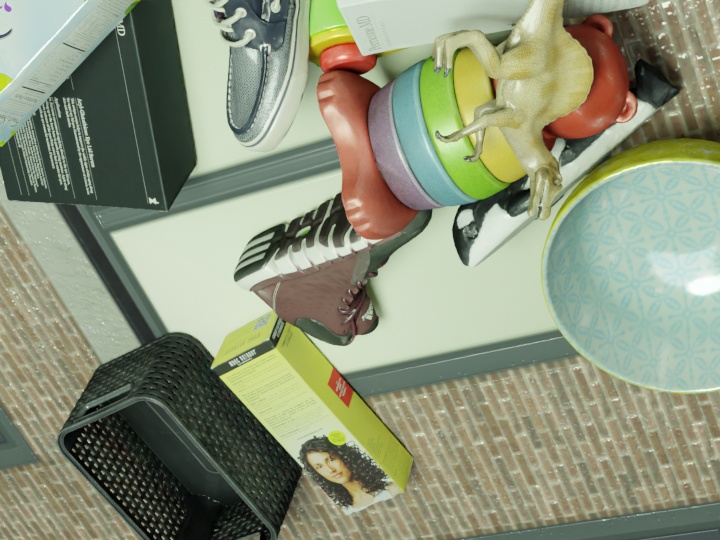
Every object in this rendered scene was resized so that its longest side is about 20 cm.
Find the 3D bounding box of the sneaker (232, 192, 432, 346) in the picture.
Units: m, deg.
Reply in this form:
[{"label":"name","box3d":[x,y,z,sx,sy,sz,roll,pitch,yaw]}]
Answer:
[{"label":"sneaker","box3d":[0.000,0.000,1.086,0.199,0.076,0.116,-18,124,38]}]

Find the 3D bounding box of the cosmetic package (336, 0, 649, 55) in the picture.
[{"label":"cosmetic package","box3d":[0.084,-0.200,0.854,0.198,0.102,0.075,-10,80,8]}]

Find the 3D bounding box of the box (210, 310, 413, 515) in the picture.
[{"label":"box","box3d":[-0.041,0.129,1.198,0.075,0.050,0.200,-28,113,31]}]

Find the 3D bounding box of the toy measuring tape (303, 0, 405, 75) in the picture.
[{"label":"toy measuring tape","box3d":[0.020,-0.182,0.933,0.199,0.074,0.074,-13,121,30]}]

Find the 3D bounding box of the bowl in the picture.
[{"label":"bowl","box3d":[0.235,-0.021,0.971,0.198,0.108,0.201,8,127,10]}]

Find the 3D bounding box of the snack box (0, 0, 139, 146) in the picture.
[{"label":"snack box","box3d":[-0.244,-0.215,0.909,0.200,0.068,0.169,-45,80,10]}]

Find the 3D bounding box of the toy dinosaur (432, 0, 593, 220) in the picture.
[{"label":"toy dinosaur","box3d":[0.098,-0.130,0.825,0.100,0.058,0.201,0,122,-6]}]

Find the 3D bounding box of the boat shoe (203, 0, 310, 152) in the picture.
[{"label":"boat shoe","box3d":[-0.084,-0.184,0.913,0.074,0.092,0.202,21,106,48]}]

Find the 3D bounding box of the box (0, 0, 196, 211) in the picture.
[{"label":"box","box3d":[-0.214,-0.152,1.024,0.140,0.079,0.201,6,126,15]}]

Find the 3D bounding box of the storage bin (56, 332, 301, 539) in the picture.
[{"label":"storage bin","box3d":[-0.165,0.173,1.238,0.135,0.094,0.200,-24,116,29]}]

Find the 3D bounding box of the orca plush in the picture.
[{"label":"orca plush","box3d":[0.131,-0.091,0.971,0.071,0.105,0.200,51,125,7]}]

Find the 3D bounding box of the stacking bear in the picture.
[{"label":"stacking bear","box3d":[0.088,-0.107,0.916,0.199,0.113,0.123,-18,82,28]}]
